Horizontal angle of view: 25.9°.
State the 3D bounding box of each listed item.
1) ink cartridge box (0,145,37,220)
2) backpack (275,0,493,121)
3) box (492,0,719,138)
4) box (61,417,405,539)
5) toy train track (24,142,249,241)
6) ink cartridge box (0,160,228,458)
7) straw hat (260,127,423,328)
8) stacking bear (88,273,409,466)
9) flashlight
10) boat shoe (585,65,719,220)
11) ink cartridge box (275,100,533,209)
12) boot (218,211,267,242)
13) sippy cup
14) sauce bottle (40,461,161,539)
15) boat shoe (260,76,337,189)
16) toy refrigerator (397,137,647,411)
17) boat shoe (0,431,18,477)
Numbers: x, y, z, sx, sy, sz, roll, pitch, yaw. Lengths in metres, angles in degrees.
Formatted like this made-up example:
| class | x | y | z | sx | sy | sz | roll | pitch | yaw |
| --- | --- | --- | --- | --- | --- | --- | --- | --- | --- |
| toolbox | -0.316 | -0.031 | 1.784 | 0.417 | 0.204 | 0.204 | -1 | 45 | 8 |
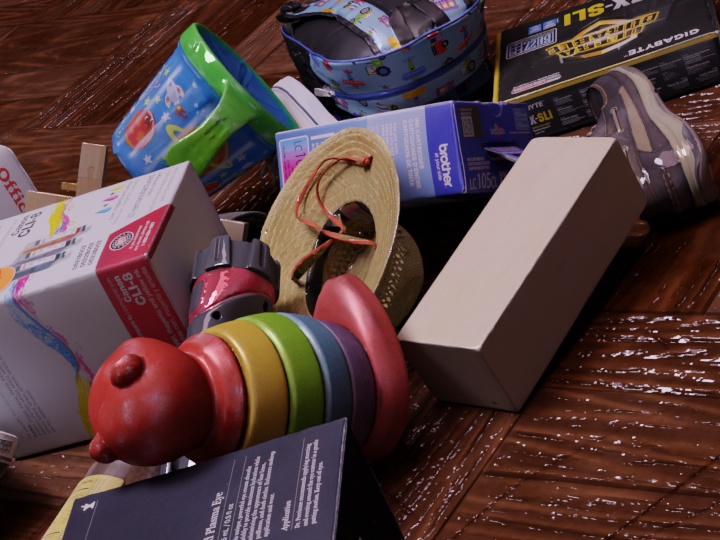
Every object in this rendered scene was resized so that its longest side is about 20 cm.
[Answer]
| class | x | y | z | sx | sy | sz | roll | pitch | yaw |
| --- | --- | --- | --- | --- | --- | --- | --- | --- | --- |
| ink cartridge box | -0.372 | 0.000 | 1.421 | 0.084 | 0.146 | 0.200 | -5 | 32 | 45 |
| backpack | 0.040 | -0.205 | 1.452 | 0.182 | 0.135 | 0.200 | -28 | 26 | -11 |
| box | 0.218 | -0.191 | 1.379 | 0.199 | 0.049 | 0.160 | -17 | 26 | 16 |
| box | -0.077 | 0.200 | 0.867 | 0.182 | 0.104 | 0.200 | -17 | 28 | 14 |
| toy train track | -0.185 | -0.042 | 1.308 | 0.199 | 0.115 | 0.033 | 9 | 3 | 17 |
| ink cartridge box | -0.205 | 0.032 | 1.228 | 0.199 | 0.145 | 0.145 | -16 | 30 | 19 |
| straw hat | 0.000 | 0.000 | 1.165 | 0.201 | 0.085 | 0.202 | -34 | 43 | 39 |
| stacking bear | -0.078 | 0.078 | 0.981 | 0.199 | 0.122 | 0.114 | -2 | 36 | -39 |
| flashlight | -0.094 | 0.071 | 1.104 | 0.067 | 0.068 | 0.201 | -10 | 52 | 13 |
| boat shoe | 0.203 | -0.099 | 1.199 | 0.073 | 0.075 | 0.200 | -25 | 26 | 0 |
| ink cartridge box | 0.051 | -0.090 | 1.249 | 0.199 | 0.077 | 0.136 | -9 | 0 | 32 |
| boot | -0.198 | -0.001 | 1.359 | 0.199 | 0.073 | 0.182 | 6 | 33 | 34 |
| sippy cup | -0.144 | -0.125 | 1.382 | 0.130 | 0.140 | 0.178 | -42 | -20 | 10 |
| sauce bottle | -0.166 | 0.166 | 1.048 | 0.065 | 0.065 | 0.200 | -9 | 30 | 29 |
| boat shoe | -0.062 | -0.113 | 1.459 | 0.086 | 0.075 | 0.202 | -34 | 36 | -5 |
| toy refrigerator | 0.115 | 0.000 | 1.078 | 0.076 | 0.070 | 0.200 | 4 | 49 | 44 |
| boat shoe | -0.316 | 0.150 | 1.200 | 0.200 | 0.072 | 0.068 | -2 | 70 | 59 |
